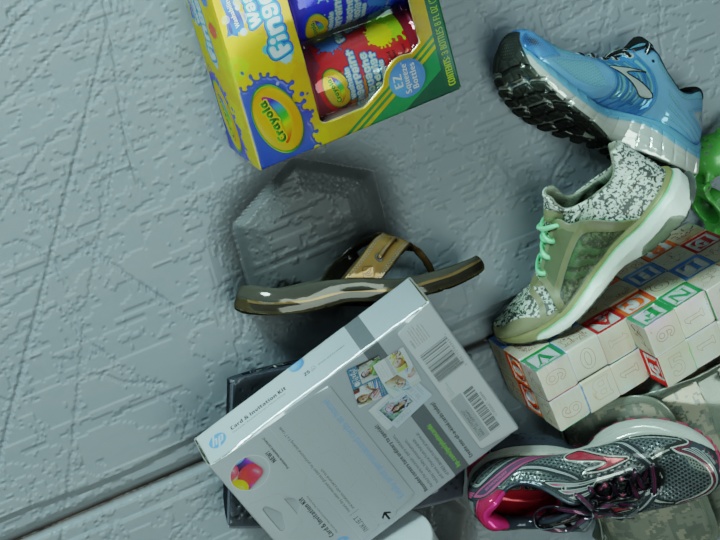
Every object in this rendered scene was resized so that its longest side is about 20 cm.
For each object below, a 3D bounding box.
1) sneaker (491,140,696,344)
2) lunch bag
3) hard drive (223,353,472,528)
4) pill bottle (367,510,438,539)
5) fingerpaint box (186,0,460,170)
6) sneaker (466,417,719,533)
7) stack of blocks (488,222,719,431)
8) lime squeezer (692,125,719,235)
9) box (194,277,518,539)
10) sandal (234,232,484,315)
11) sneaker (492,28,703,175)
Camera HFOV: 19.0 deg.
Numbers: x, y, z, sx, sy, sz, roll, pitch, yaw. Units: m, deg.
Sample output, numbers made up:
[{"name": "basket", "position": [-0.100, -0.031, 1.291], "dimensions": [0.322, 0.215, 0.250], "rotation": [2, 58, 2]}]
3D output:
[{"name": "sneaker", "position": [0.162, -0.027, 1.659], "dimensions": [0.089, 0.077, 0.200], "rotation": [40, 110, -14]}, {"name": "lunch bag", "position": [0.263, 0.132, 1.746], "dimensions": [0.199, 0.118, 0.165], "rotation": [-28, 117, -7]}, {"name": "hard drive", "position": [-0.013, 0.126, 1.661], "dimensions": [0.199, 0.042, 0.136], "rotation": [-5, 109, -23]}, {"name": "pill bottle", "position": [0.050, 0.286, 1.692], "dimensions": [0.111, 0.111, 0.201], "rotation": [-32, 124, -11]}, {"name": "fingerpaint box", "position": [-0.035, -0.197, 1.523], "dimensions": [0.166, 0.073, 0.201], "rotation": [-22, 115, -16]}, {"name": "sneaker", "position": [0.182, 0.169, 1.664], "dimensions": [0.199, 0.075, 0.081], "rotation": [-8, 116, 6]}, {"name": "stack of blocks", "position": [0.216, 0.045, 1.690], "dimensions": [0.199, 0.115, 0.059], "rotation": [-29, 114, -13]}, {"name": "lime squeezer", "position": [0.291, -0.071, 1.740], "dimensions": [0.071, 0.038, 0.201], "rotation": [-18, 117, -53]}, {"name": "box", "position": [0.000, 0.122, 1.604], "dimensions": [0.200, 0.041, 0.156], "rotation": [-38, 127, -1]}, {"name": "sandal", "position": [0.000, 0.000, 1.618], "dimensions": [0.199, 0.082, 0.055], "rotation": [-6, 88, -15]}, {"name": "sneaker", "position": [0.185, -0.143, 1.654], "dimensions": [0.199, 0.078, 0.090], "rotation": [24, 78, -32]}]
